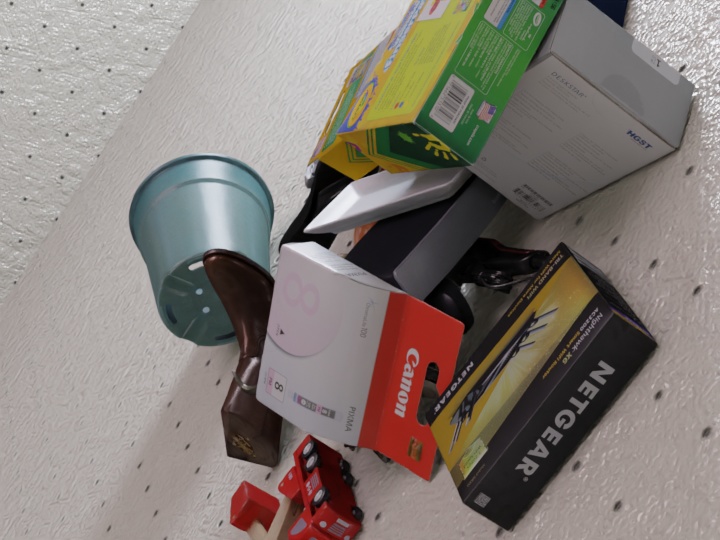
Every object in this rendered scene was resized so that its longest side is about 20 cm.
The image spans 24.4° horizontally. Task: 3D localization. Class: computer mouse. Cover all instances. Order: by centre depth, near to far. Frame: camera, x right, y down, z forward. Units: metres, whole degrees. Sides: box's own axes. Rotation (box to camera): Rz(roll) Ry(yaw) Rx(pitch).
[{"bbox_3d":[0.063,0.041,1.615,0.034,0.059,0.200,-29,3,-13],"label":"computer mouse"}]

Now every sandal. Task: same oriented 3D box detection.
[{"bbox_3d":[-0.030,-0.071,1.932,0.202,0.075,0.048,-62,35,33],"label":"sandal"}]

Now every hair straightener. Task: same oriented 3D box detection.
[{"bbox_3d":[0.121,0.007,1.575,0.077,0.041,0.200,-36,22,-17],"label":"hair straightener"}]

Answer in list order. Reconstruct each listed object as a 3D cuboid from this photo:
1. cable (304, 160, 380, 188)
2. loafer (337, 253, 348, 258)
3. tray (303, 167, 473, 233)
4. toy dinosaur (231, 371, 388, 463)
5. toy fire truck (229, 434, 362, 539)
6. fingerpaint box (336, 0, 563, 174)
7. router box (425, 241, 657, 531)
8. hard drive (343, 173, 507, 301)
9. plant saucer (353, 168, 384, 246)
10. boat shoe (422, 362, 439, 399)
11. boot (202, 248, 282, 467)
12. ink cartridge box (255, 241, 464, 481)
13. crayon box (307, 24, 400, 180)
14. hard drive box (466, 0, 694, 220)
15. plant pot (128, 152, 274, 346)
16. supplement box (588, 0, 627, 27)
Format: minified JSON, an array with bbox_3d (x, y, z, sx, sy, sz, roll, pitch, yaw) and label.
[{"bbox_3d":[0.010,-0.172,2.020,0.201,0.069,0.200,-53,6,6],"label":"cable"},{"bbox_3d":[-0.043,0.010,1.912,0.199,0.076,0.068,-23,45,57],"label":"loafer"},{"bbox_3d":[0.041,-0.080,1.668,0.199,0.022,0.107,-17,20,40],"label":"tray"},{"bbox_3d":[-0.035,0.120,1.652,0.077,0.199,0.103,-53,-20,-21],"label":"toy dinosaur"},{"bbox_3d":[-0.068,0.244,1.662,0.142,0.048,0.200,-53,21,14],"label":"toy fire truck"},{"bbox_3d":[0.084,-0.189,1.465,0.201,0.073,0.166,-61,21,-12],"label":"fingerpaint box"},{"bbox_3d":[0.145,0.093,1.385,0.201,0.052,0.157,-53,21,11],"label":"router box"},{"bbox_3d":[0.051,-0.026,1.610,0.134,0.043,0.200,-14,25,43],"label":"hard drive"},{"bbox_3d":[0.065,-0.092,1.868,0.200,0.037,0.201,-48,22,27],"label":"plant saucer"},{"bbox_3d":[0.035,0.081,1.623,0.063,0.072,0.200,-69,16,-3],"label":"boat shoe"},{"bbox_3d":[-0.133,0.099,1.847,0.064,0.187,0.201,-22,34,34],"label":"boot"},{"bbox_3d":[-0.007,0.084,1.528,0.199,0.057,0.164,31,118,42],"label":"ink cartridge box"},{"bbox_3d":[0.022,-0.169,1.648,0.127,0.051,0.200,-67,15,-19],"label":"crayon box"},{"bbox_3d":[0.177,-0.145,1.516,0.199,0.155,0.077,-27,35,53],"label":"hard drive box"},{"bbox_3d":[-0.200,-0.018,2.172,0.201,0.199,0.197,-48,29,21],"label":"plant pot"},{"bbox_3d":[0.151,-0.216,1.708,0.199,0.134,0.201,-35,29,46],"label":"supplement box"}]
